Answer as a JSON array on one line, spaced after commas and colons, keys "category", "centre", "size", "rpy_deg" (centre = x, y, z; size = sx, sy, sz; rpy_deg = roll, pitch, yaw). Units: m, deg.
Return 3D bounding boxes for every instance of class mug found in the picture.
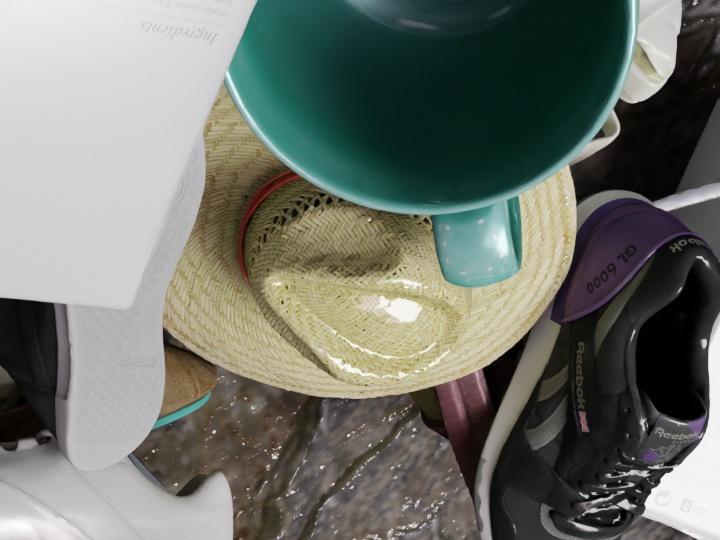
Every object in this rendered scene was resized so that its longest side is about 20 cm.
[{"category": "mug", "centre": [0.020, -0.102, 0.832], "size": [0.151, 0.115, 0.186], "rpy_deg": [20, 122, -7]}]

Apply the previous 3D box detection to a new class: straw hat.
[{"category": "straw hat", "centre": [0.000, 0.000, 0.918], "size": [0.200, 0.085, 0.202], "rpy_deg": [-3, 124, -4]}]

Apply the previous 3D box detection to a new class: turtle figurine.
[{"category": "turtle figurine", "centre": [0.049, 0.001, 1.070], "size": [0.193, 0.144, 0.201], "rpy_deg": [22, 96, -26]}]

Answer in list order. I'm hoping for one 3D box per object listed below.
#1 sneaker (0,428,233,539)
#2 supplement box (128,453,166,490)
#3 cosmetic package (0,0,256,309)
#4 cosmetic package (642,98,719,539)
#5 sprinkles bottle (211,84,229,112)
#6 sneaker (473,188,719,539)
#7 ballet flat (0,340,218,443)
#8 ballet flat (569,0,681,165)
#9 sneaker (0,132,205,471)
[{"category": "sneaker", "centre": [-0.147, 0.105, 0.964], "size": [0.199, 0.074, 0.088], "rpy_deg": [17, 74, -18]}, {"category": "supplement box", "centre": [-0.160, 0.184, 1.053], "size": [0.200, 0.104, 0.101], "rpy_deg": [-36, 161, -4]}, {"category": "cosmetic package", "centre": [-0.134, -0.126, 0.782], "size": [0.122, 0.199, 0.201], "rpy_deg": [5, 119, -37]}, {"category": "cosmetic package", "centre": [0.186, 0.025, 1.102], "size": [0.081, 0.113, 0.201], "rpy_deg": [23, 98, -17]}, {"category": "sprinkles bottle", "centre": [-0.012, -0.128, 0.926], "size": [0.200, 0.068, 0.068], "rpy_deg": [-38, 138, 18]}, {"category": "sneaker", "centre": [0.108, 0.072, 0.988], "size": [0.075, 0.088, 0.201], "rpy_deg": [1, 109, -27]}, {"category": "ballet flat", "centre": [-0.160, 0.052, 1.009], "size": [0.199, 0.068, 0.073], "rpy_deg": [-17, 112, -18]}, {"category": "ballet flat", "centre": [0.102, -0.091, 1.028], "size": [0.200, 0.069, 0.070], "rpy_deg": [-41, 141, -33]}, {"category": "sneaker", "centre": [-0.122, -0.019, 0.907], "size": [0.071, 0.099, 0.201], "rpy_deg": [-25, 142, -37]}]
